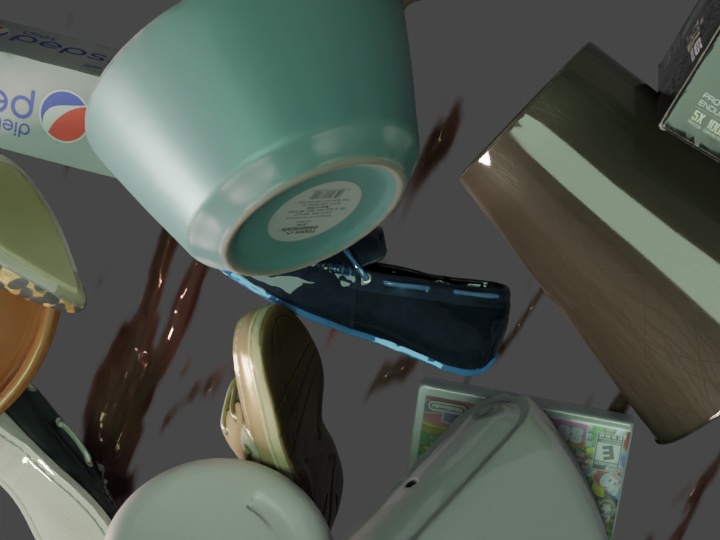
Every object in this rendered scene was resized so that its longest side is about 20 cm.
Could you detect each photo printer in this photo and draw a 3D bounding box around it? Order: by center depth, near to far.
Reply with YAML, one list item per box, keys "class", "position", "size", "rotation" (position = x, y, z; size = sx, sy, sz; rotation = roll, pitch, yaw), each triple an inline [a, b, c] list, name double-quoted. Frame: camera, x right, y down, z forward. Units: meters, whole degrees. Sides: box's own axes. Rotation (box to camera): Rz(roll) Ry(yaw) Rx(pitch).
- class: "photo printer"
  position: [0.075, 0.187, 1.029]
  size: [0.069, 0.200, 0.168]
  rotation: [-1, 122, 47]

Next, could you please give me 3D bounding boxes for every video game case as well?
- class: "video game case"
  position: [0.095, 0.178, 1.129]
  size: [0.141, 0.018, 0.202]
  rotation: [10, 109, 7]

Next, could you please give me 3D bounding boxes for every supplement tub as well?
- class: "supplement tub"
  position: [-0.088, 0.227, 1.074]
  size: [0.143, 0.146, 0.201]
  rotation: [12, 144, 6]

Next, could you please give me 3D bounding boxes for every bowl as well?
- class: "bowl"
  position: [-0.045, -0.071, 0.955]
  size: [0.200, 0.200, 0.106]
  rotation: [-34, 66, 18]

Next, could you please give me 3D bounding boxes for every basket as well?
- class: "basket"
  position: [0.166, -0.025, 0.993]
  size: [0.200, 0.136, 0.180]
  rotation: [45, 132, -1]

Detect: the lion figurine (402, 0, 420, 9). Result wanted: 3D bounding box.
- class: "lion figurine"
  position: [0.036, -0.238, 0.991]
  size: [0.121, 0.072, 0.202]
  rotation: [13, 95, 14]

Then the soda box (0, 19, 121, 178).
- class: "soda box"
  position: [-0.207, -0.113, 1.065]
  size: [0.198, 0.068, 0.064]
  rotation: [15, 112, 5]

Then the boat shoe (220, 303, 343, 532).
- class: "boat shoe"
  position: [-0.059, 0.097, 1.075]
  size: [0.064, 0.073, 0.201]
  rotation: [8, 141, 19]

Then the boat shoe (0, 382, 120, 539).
- class: "boat shoe"
  position: [-0.206, 0.136, 1.147]
  size: [0.075, 0.060, 0.201]
  rotation: [-31, 102, 38]

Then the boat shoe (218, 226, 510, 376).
- class: "boat shoe"
  position: [0.000, 0.000, 1.069]
  size: [0.198, 0.084, 0.069]
  rotation: [20, 103, -14]

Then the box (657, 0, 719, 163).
- class: "box"
  position: [0.271, -0.083, 0.939]
  size: [0.199, 0.164, 0.087]
  rotation: [31, 110, 0]

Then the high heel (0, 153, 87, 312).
- class: "high heel"
  position: [-0.267, -0.018, 1.066]
  size: [0.200, 0.071, 0.143]
  rotation: [42, 132, -1]

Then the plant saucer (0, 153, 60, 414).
- class: "plant saucer"
  position: [-0.277, 0.013, 1.099]
  size: [0.198, 0.037, 0.203]
  rotation: [-3, 81, 18]
